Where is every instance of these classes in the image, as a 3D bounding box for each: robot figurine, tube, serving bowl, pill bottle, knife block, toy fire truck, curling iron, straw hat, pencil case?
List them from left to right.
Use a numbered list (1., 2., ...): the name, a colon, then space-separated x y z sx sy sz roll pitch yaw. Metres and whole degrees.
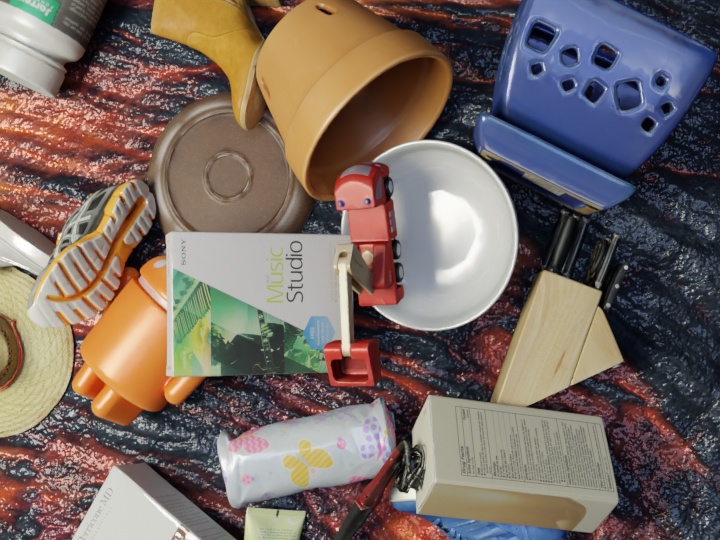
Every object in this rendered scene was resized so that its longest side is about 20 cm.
1. straw hat: -0.424 0.087 1.091 0.196 0.085 0.206 0 86 2
2. pill bottle: -0.342 -0.305 1.101 0.111 0.113 0.203 23 87 4
3. robot figurine: -0.223 0.068 1.070 0.116 0.144 0.201 40 88 -23
4. tube: -0.107 0.361 1.080 0.051 0.058 0.205 9 87 14
5. pencil case: -0.056 0.196 1.069 0.195 0.091 0.085 -12 95 2
6. toy fire truck: 0.000 0.000 1.001 0.048 0.141 0.205 -3 103 20
7. curling iron: 0.010 0.246 1.039 0.025 0.050 0.201 18 130 -23
8. serving bowl: 0.081 -0.040 1.077 0.196 0.066 0.205 3 99 21
9. knife block: 0.205 0.038 1.082 0.197 0.064 0.179 -24 85 1

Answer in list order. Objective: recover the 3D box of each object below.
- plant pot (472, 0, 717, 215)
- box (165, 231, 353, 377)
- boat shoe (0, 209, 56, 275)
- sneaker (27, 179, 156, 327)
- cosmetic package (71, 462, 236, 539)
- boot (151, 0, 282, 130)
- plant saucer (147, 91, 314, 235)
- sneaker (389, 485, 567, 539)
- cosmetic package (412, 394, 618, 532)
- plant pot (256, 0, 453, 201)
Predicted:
1. plant pot: 0.223 -0.170 1.033 0.197 0.200 0.183 27 93 3
2. box: -0.102 0.034 1.028 0.196 0.036 0.148 0 85 -19
3. boat shoe: -0.420 -0.033 1.108 0.197 0.072 0.070 28 94 3
4. sneaker: -0.298 -0.017 1.070 0.076 0.079 0.202 2 44 31
5. cosmetic package: -0.200 0.303 1.048 0.198 0.074 0.103 32 93 18
6. boot: -0.168 -0.257 1.113 0.141 0.071 0.206 5 74 9
7. plant saucer: -0.148 -0.104 1.122 0.195 0.032 0.205 0 87 2
8. sneaker: 0.122 0.294 1.060 0.195 0.077 0.114 10 77 -4
9. cosmetic package: 0.156 0.201 1.024 0.195 0.072 0.107 9 48 -10
10. plant pot: -0.018 -0.196 1.053 0.199 0.200 0.141 -39 69 -1
